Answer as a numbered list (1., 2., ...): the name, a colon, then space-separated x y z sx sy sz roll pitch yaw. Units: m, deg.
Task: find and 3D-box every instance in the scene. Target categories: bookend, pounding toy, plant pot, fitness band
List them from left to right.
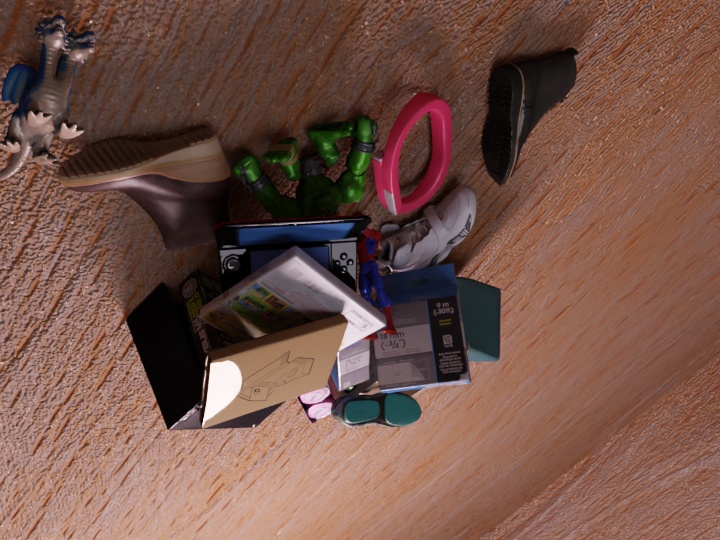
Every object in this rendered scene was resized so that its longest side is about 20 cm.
1. bookend: -0.239 0.143 0.935 0.092 0.199 0.200 -41 151 14
2. pounding toy: 0.024 0.189 1.196 0.199 0.143 0.184 10 142 -36
3. fitness band: 0.080 -0.165 0.862 0.144 0.037 0.201 -45 152 -21
4. plant pot: 0.151 0.084 1.083 0.141 0.143 0.199 -8 160 38

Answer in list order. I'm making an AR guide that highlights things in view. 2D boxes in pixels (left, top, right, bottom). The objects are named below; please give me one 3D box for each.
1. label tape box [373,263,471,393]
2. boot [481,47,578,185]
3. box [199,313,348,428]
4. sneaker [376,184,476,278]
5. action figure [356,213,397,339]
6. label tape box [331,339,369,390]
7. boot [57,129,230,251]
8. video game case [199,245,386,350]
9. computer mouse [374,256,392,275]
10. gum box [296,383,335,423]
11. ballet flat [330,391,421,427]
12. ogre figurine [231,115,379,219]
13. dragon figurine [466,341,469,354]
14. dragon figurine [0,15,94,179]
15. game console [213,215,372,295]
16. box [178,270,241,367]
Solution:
1. label tape box: 0.093 0.088 0.948 0.143 0.202 0.063 -10 164 13
2. boot: 0.270 -0.236 0.916 0.137 0.078 0.201 -23 142 -16
3. box: -0.122 0.141 0.817 0.199 0.021 0.164 -14 142 -31
4. sneaker: 0.107 -0.065 0.993 0.114 0.075 0.200 4 134 -38
5. action figure: 0.000 0.000 0.908 0.065 0.202 0.099 -19 159 32
6. label tape box: -0.038 0.087 1.001 0.063 0.145 0.201 -17 140 -14
7. boot: -0.259 -0.084 0.744 0.199 0.073 0.167 -17 138 -22
8. video game case: -0.092 0.065 0.833 0.181 0.023 0.200 -31 133 23
9. computer mouse: 0.047 0.041 1.113 0.059 0.034 0.201 -40 137 -16
10. gum box: -0.104 0.196 1.115 0.066 0.114 0.201 -24 142 -7
11. ballet flat: 0.028 0.268 1.136 0.199 0.075 0.074 13 125 -35
12. ogre figurine: -0.062 -0.130 0.807 0.200 0.098 0.121 -36 131 -29
13. dragon figurine: 0.115 0.164 1.041 0.099 0.059 0.200 15 159 -12
14. dragon figurine: -0.333 -0.169 0.604 0.199 0.100 0.059 -31 149 35
15. game console: -0.092 -0.003 0.796 0.198 0.119 0.174 -4 112 -11
16. box: -0.183 0.102 0.926 0.044 0.161 0.200 -41 141 13
